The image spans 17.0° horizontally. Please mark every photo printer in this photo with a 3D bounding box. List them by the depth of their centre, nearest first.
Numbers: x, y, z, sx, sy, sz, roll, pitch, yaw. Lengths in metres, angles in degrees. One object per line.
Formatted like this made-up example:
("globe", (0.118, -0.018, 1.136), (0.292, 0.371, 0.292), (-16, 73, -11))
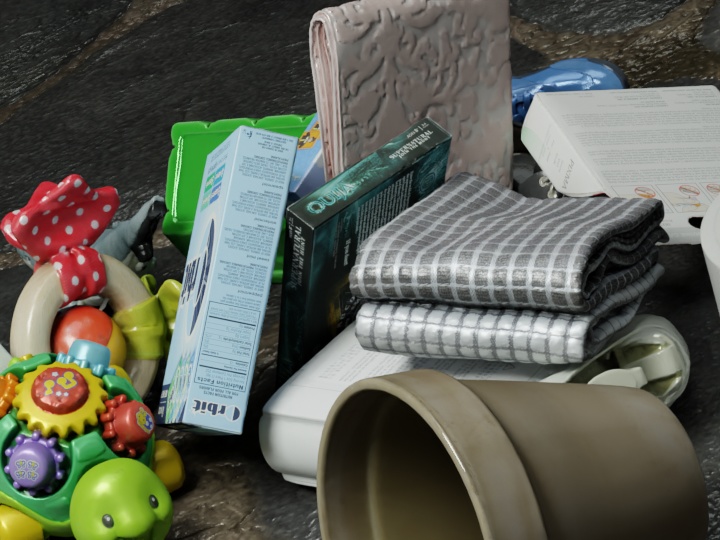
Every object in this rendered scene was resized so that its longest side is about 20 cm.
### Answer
("photo printer", (0.056, 0.088, 1.605), (0.200, 0.070, 0.166), (5, 33, 38))

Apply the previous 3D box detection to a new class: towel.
("towel", (0.102, -0.004, 1.583), (0.165, 0.086, 0.200), (1, 16, 23))
("towel", (0.041, -0.110, 1.759), (0.032, 0.192, 0.200), (10, 20, 40))

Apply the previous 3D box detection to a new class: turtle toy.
("turtle toy", (-0.191, 0.125, 1.630), (0.145, 0.101, 0.200), (-22, 54, -23))

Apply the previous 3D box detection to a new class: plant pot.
("plant pot", (0.097, 0.143, 1.374), (0.173, 0.201, 0.200), (-12, 21, -27))

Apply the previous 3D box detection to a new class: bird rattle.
("bird rattle", (-0.192, 0.033, 1.751), (0.112, 0.200, 0.163), (0, 56, 36))

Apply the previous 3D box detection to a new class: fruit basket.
("fruit basket", (-0.035, -0.064, 1.923), (0.215, 0.156, 0.216), (4, -11, 1))

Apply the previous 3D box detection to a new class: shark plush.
("shark plush", (-0.212, -0.015, 1.899), (0.091, 0.083, 0.200), (-36, 6, -23))

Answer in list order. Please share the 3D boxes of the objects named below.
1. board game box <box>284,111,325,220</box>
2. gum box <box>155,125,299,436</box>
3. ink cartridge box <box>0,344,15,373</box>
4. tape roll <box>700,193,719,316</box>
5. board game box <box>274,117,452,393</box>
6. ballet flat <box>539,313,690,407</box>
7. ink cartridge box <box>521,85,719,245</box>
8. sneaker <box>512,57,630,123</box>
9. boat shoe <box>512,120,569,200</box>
("board game box", (0.023, -0.082, 1.801), (0.037, 0.151, 0.200), (6, 53, 42))
("gum box", (-0.093, 0.012, 1.656), (0.044, 0.201, 0.170), (12, -7, -10))
("ink cartridge box", (-0.365, 0.074, 1.682), (0.200, 0.147, 0.086), (-43, 26, -9))
("tape roll", (0.323, 0.015, 1.498), (0.202, 0.140, 0.203), (-14, 26, 7))
("board game box", (0.000, 0.000, 1.679), (0.028, 0.200, 0.135), (38, 55, 26))
("ballet flat", (0.167, 0.073, 1.530), (0.069, 0.070, 0.200), (6, 21, 40))
("ink cartridge box", (0.230, -0.064, 1.773), (0.160, 0.050, 0.200), (-4, 40, -22))
("sneaker", (0.123, -0.126, 1.966), (0.200, 0.066, 0.078), (-6, 17, 33))
("boat shoe", (0.150, -0.065, 1.849), (0.074, 0.060, 0.200), (-25, 27, -11))
